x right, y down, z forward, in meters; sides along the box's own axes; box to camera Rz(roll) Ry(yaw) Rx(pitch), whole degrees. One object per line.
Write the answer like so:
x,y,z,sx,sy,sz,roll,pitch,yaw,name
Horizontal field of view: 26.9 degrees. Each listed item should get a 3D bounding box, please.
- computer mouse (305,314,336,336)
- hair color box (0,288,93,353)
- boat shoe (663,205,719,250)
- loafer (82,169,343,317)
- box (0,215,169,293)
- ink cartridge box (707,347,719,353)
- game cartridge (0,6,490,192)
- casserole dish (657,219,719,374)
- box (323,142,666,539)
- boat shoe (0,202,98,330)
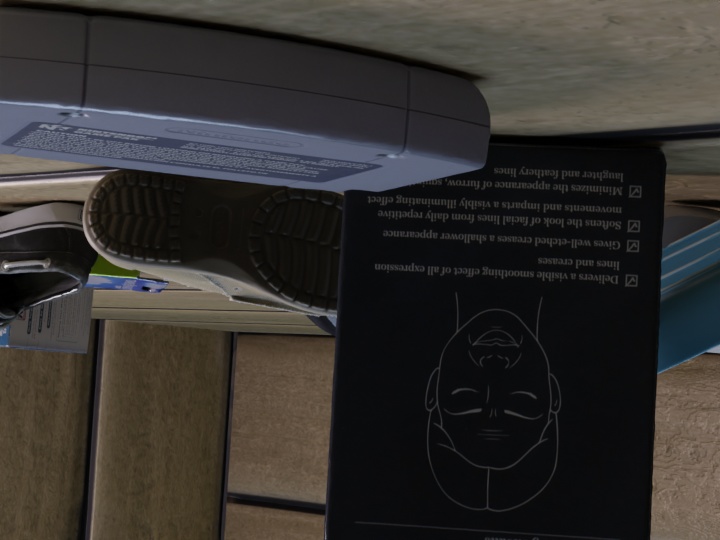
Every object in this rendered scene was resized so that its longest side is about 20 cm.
0.028,0.039,1.383,0.199,0.053,0.139,10,-150,-9,computer mouse
-0.361,0.037,1.650,0.060,0.100,0.200,4,176,13,hair color box
0.246,-0.001,0.920,0.199,0.072,0.066,13,-153,-17,boat shoe
-0.069,-0.019,0.907,0.199,0.076,0.068,14,174,-15,loafer
-0.259,-0.014,1.230,0.199,0.048,0.122,5,175,-11,box
0.312,0.046,1.354,0.199,0.047,0.160,7,174,-12,ink cartridge box
-0.060,-0.060,0.566,0.199,0.042,0.133,5,171,-24,game cartridge
0.170,0.016,0.819,0.200,0.039,0.121,-29,-173,24,casserole dish
0.065,0.043,0.728,0.148,0.201,0.107,3,175,6,box
-0.273,0.010,1.110,0.199,0.068,0.074,-12,145,26,boat shoe
